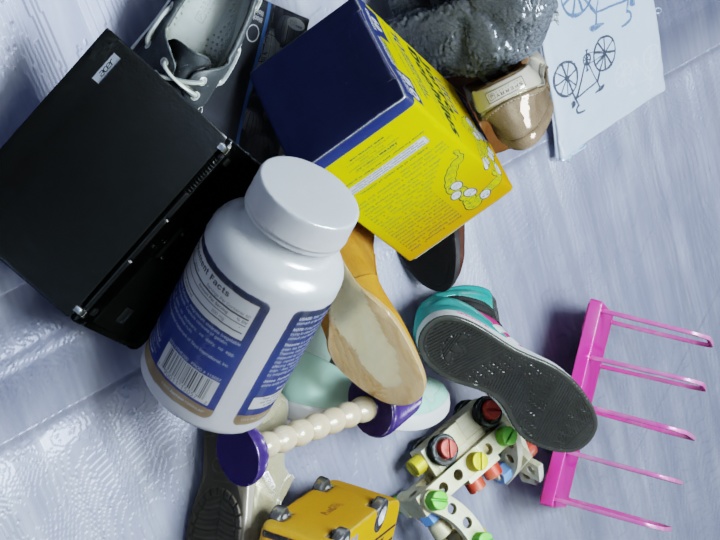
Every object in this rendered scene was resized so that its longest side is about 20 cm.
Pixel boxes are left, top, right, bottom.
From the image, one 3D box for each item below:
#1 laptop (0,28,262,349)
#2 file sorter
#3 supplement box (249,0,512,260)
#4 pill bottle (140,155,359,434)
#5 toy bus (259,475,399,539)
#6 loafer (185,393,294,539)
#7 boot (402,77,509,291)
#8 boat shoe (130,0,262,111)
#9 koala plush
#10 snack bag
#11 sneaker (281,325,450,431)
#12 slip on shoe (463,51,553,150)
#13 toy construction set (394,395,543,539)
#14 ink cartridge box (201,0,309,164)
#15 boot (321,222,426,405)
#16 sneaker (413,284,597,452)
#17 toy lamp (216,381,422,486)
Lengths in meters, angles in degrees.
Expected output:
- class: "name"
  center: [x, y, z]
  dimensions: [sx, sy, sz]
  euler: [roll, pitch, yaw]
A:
- class: "laptop"
  center: [-0.176, -0.053, 1.509]
  dimensions: [0.177, 0.103, 0.200]
  euler: [-48, 160, 2]
- class: "file sorter"
  center: [0.265, 0.146, 1.978]
  dimensions: [0.139, 0.124, 0.202]
  euler: [29, 75, -76]
- class: "supplement box"
  center: [0.019, -0.109, 1.616]
  dimensions: [0.109, 0.109, 0.200]
  euler: [-34, 149, 14]
- class: "pill bottle"
  center: [-0.080, 0.016, 1.521]
  dimensions: [0.110, 0.111, 0.201]
  euler: [-9, 138, -47]
- class: "toy bus"
  center: [-0.027, 0.225, 1.682]
  dimensions: [0.200, 0.065, 0.079]
  euler: [-22, 127, -71]
- class: "loafer"
  center: [-0.092, 0.182, 1.658]
  dimensions: [0.068, 0.075, 0.202]
  euler: [5, 94, -43]
- class: "boot"
  center: [0.103, -0.099, 1.843]
  dimensions: [0.200, 0.068, 0.190]
  euler: [-33, 115, -48]
- class: "boat shoe"
  center: [-0.132, -0.164, 1.521]
  dimensions: [0.075, 0.060, 0.201]
  euler: [24, 85, -18]
- class: "koala plush"
  center: [0.114, -0.261, 1.735]
  dimensions: [0.200, 0.182, 0.179]
  euler: [-36, 125, -52]
- class: "snack bag"
  center: [0.231, -0.230, 1.971]
  dimensions: [0.188, 0.021, 0.202]
  euler: [-34, 122, -38]
- class: "sneaker"
  center: [0.016, 0.072, 1.751]
  dimensions: [0.199, 0.073, 0.119]
  euler: [5, 102, -46]
- class: "slip on shoe"
  center: [0.133, -0.143, 1.716]
  dimensions: [0.076, 0.200, 0.061]
  euler: [-27, 97, 6]
- class: "toy construction set"
  center: [0.106, 0.196, 1.872]
  dimensions: [0.200, 0.092, 0.132]
  euler: [-41, 103, -44]
- class: "ink cartridge box"
  center: [-0.105, -0.117, 1.604]
  dimensions: [0.099, 0.039, 0.202]
  euler: [14, 88, -50]
- class: "boot"
  center: [-0.001, 0.000, 1.661]
  dimensions: [0.202, 0.071, 0.144]
  euler: [51, 28, -16]
- class: "sneaker"
  center: [0.123, 0.082, 1.838]
  dimensions: [0.199, 0.121, 0.084]
  euler: [36, 104, -20]
- class: "toy lamp"
  center: [-0.028, 0.122, 1.641]
  dimensions: [0.199, 0.058, 0.059]
  euler: [-14, 109, -44]
